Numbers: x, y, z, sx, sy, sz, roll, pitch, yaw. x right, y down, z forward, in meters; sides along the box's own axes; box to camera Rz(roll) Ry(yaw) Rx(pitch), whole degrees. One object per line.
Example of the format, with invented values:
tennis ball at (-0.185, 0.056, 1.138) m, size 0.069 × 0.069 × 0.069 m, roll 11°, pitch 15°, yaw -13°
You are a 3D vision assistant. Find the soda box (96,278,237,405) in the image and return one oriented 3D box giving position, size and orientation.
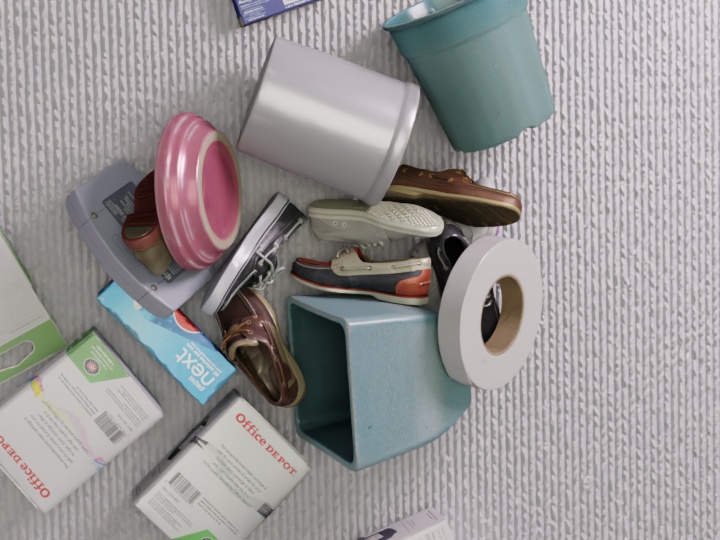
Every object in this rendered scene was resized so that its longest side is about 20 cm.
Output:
soda box at (-0.257, 0.082, 1.693) m, size 0.068 × 0.064 × 0.200 m, roll -44°, pitch 101°, yaw -5°

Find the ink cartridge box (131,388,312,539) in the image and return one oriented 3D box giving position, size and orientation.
ink cartridge box at (-0.185, 0.280, 1.708) m, size 0.200 × 0.084 × 0.146 m, roll -45°, pitch 100°, yaw -5°

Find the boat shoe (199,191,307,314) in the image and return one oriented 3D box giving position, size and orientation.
boat shoe at (-0.137, -0.011, 1.686) m, size 0.068 × 0.074 × 0.200 m, roll 38°, pitch 56°, yaw -9°

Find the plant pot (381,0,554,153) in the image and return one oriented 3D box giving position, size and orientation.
plant pot at (0.157, -0.274, 1.695) m, size 0.200 × 0.200 × 0.197 m, roll -27°, pitch 105°, yaw -8°

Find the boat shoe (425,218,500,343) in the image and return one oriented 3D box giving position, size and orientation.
boat shoe at (0.142, 0.029, 1.704) m, size 0.072 × 0.063 × 0.201 m, roll -24°, pitch 106°, yaw -4°

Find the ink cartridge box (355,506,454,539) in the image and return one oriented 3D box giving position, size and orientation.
ink cartridge box at (0.043, 0.438, 1.761) m, size 0.199 × 0.084 × 0.145 m, roll -22°, pitch 97°, yaw -9°

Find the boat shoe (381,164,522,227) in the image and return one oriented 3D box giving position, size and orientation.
boat shoe at (0.125, -0.107, 1.713) m, size 0.199 × 0.072 × 0.068 m, roll 10°, pitch 67°, yaw 27°

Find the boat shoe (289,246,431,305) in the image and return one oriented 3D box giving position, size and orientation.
boat shoe at (0.000, 0.000, 1.704) m, size 0.199 × 0.071 × 0.063 m, roll 9°, pitch 104°, yaw 20°

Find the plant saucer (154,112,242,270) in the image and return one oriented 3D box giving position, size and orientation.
plant saucer at (-0.199, -0.101, 1.624) m, size 0.051 × 0.200 × 0.202 m, roll -2°, pitch 94°, yaw 15°

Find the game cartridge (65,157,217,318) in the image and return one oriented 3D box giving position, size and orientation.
game cartridge at (-0.286, -0.040, 1.651) m, size 0.200 × 0.041 × 0.133 m, roll 52°, pitch 44°, yaw -6°

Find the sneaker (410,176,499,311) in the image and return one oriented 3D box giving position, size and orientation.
sneaker at (0.129, -0.039, 1.753) m, size 0.099 × 0.075 × 0.201 m, roll 20°, pitch 89°, yaw -12°

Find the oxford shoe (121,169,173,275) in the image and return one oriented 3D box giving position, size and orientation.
oxford shoe at (-0.252, -0.073, 1.647) m, size 0.070 × 0.200 × 0.075 m, roll -7°, pitch 127°, yaw 22°

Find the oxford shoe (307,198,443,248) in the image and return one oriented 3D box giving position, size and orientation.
oxford shoe at (0.021, -0.058, 1.702) m, size 0.199 × 0.075 × 0.058 m, roll 6°, pitch 111°, yaw 27°

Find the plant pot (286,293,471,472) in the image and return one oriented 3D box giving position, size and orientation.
plant pot at (0.034, 0.130, 1.688) m, size 0.199 × 0.196 × 0.198 m, roll -8°, pitch 102°, yaw -25°

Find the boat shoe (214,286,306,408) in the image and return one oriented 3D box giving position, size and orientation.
boat shoe at (-0.146, 0.093, 1.682) m, size 0.072 × 0.072 × 0.201 m, roll -34°, pitch 77°, yaw 19°

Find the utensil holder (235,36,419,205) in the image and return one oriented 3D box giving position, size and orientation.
utensil holder at (-0.045, -0.198, 1.667) m, size 0.199 × 0.170 × 0.171 m, roll 19°, pitch 90°, yaw -8°

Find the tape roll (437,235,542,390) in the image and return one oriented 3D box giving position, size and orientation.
tape roll at (0.171, 0.056, 1.659) m, size 0.202 × 0.037 × 0.204 m, roll -19°, pitch 114°, yaw -49°

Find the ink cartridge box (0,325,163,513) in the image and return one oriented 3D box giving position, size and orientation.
ink cartridge box at (-0.380, 0.193, 1.665) m, size 0.200 × 0.084 × 0.145 m, roll -40°, pitch 101°, yaw -6°

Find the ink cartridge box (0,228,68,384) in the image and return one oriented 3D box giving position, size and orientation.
ink cartridge box at (-0.491, 0.048, 1.657) m, size 0.145 × 0.048 × 0.201 m, roll -29°, pitch 121°, yaw -7°

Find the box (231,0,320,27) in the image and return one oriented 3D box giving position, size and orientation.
box at (-0.136, -0.440, 1.700) m, size 0.121 × 0.032 × 0.201 m, roll -20°, pitch 98°, yaw -9°
